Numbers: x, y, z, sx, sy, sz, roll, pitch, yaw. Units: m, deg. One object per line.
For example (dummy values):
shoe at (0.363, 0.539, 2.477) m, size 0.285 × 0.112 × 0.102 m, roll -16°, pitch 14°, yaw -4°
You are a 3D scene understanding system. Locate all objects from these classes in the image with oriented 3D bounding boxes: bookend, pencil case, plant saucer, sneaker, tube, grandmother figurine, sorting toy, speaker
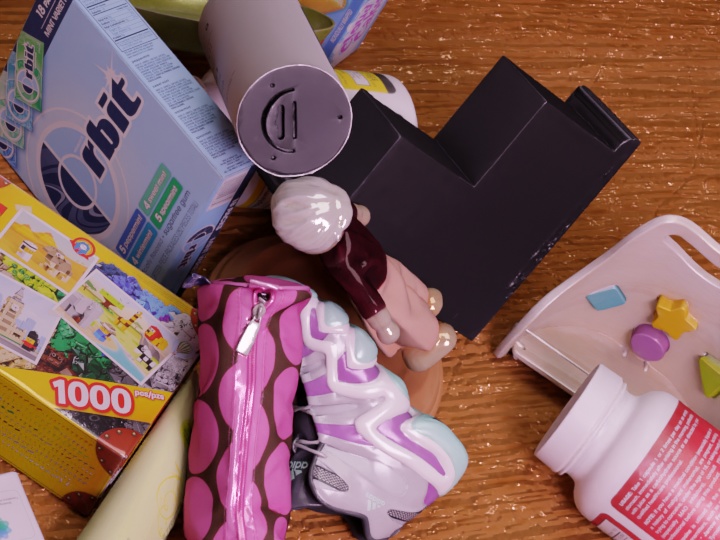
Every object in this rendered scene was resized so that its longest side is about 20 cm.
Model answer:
bookend at (0.065, -0.083, 1.750) m, size 0.199 × 0.199 × 0.092 m, roll 31°, pitch 14°, yaw -38°
pencil case at (-0.077, 0.104, 1.570) m, size 0.090 × 0.094 × 0.202 m, roll 3°, pitch 85°, yaw -18°
plant saucer at (-0.119, -0.195, 1.850) m, size 0.198 × 0.031 × 0.200 m, roll 10°, pitch 14°, yaw -2°
plant saucer at (-0.024, 0.050, 1.753) m, size 0.199 × 0.038 × 0.201 m, roll 17°, pitch 47°, yaw -19°
sneaker at (-0.034, 0.112, 1.642) m, size 0.200 × 0.078 × 0.140 m, roll 46°, pitch 74°, yaw -4°
tube at (-0.144, 0.157, 1.569) m, size 0.052 × 0.058 × 0.200 m, roll 39°, pitch 44°, yaw -8°
grandmother figurine at (0.000, 0.000, 1.635) m, size 0.200 × 0.060 × 0.122 m, roll 46°, pitch 11°, yaw -48°
sorting toy at (0.237, 0.043, 1.813) m, size 0.199 × 0.180 × 0.107 m, roll 35°, pitch 43°, yaw 0°
speaker at (-0.062, -0.137, 1.646) m, size 0.081 × 0.082 × 0.200 m, roll 17°, pitch 19°, yaw -18°

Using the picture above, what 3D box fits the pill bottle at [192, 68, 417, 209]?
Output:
pill bottle at (-0.065, -0.102, 1.804) m, size 0.199 × 0.111 × 0.112 m, roll 3°, pitch 51°, yaw -29°

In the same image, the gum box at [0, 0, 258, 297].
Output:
gum box at (-0.175, -0.091, 1.686) m, size 0.044 × 0.170 × 0.200 m, roll -26°, pitch 69°, yaw -42°

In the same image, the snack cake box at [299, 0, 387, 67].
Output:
snack cake box at (-0.018, -0.269, 1.913) m, size 0.115 × 0.200 × 0.067 m, roll 41°, pitch 44°, yaw 8°

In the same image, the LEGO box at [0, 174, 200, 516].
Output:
LEGO box at (-0.220, 0.046, 1.607) m, size 0.199 × 0.077 × 0.149 m, roll 34°, pitch 44°, yaw -1°

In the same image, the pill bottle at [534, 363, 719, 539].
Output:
pill bottle at (0.232, 0.163, 1.755) m, size 0.200 × 0.112 × 0.112 m, roll 37°, pitch 43°, yaw 2°

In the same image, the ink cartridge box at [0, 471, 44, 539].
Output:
ink cartridge box at (-0.243, 0.233, 1.433) m, size 0.136 × 0.076 × 0.201 m, roll -8°, pitch 56°, yaw -35°
